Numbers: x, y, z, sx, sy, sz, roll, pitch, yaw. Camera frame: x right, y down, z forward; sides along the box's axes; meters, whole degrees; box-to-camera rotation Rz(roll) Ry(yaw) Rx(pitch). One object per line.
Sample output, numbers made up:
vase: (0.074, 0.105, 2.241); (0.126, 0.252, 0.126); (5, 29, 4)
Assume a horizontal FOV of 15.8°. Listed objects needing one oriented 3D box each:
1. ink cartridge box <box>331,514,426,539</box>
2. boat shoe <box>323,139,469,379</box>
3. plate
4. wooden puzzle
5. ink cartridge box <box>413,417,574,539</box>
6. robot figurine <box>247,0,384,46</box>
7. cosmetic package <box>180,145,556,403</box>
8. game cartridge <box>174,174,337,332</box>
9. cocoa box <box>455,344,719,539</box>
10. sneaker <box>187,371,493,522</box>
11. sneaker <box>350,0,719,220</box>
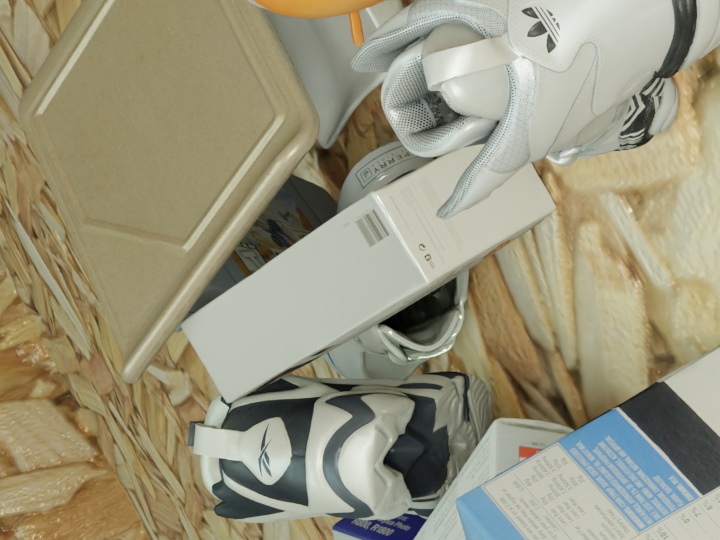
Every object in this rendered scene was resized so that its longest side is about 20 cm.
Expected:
ink cartridge box: (0.052, 0.195, 1.427); (0.196, 0.043, 0.201); (7, 111, 60)
boat shoe: (0.018, 0.017, 1.304); (0.067, 0.073, 0.200); (58, 166, 27)
plate: (-0.037, -0.168, 1.233); (0.200, 0.032, 0.200); (61, 168, 3)
wooden puzzle: (-0.093, -0.074, 1.262); (0.185, 0.037, 0.200); (-51, 48, 36)
ink cartridge box: (0.058, 0.191, 1.186); (0.162, 0.050, 0.201); (117, 156, -57)
robot figurine: (-0.025, -0.182, 0.974); (0.200, 0.144, 0.117); (64, -164, -7)
cosmetic package: (0.000, 0.000, 1.183); (0.051, 0.082, 0.200); (58, 147, 0)
game cartridge: (-0.062, -0.013, 1.390); (0.200, 0.042, 0.133); (10, -141, -49)
cocoa box: (0.137, 0.160, 1.013); (0.133, 0.131, 0.200); (48, 161, 45)
sneaker: (-0.016, 0.087, 1.309); (0.199, 0.129, 0.080); (-12, -73, -67)
sneaker: (0.054, -0.068, 0.902); (0.075, 0.115, 0.200); (60, 167, 7)
